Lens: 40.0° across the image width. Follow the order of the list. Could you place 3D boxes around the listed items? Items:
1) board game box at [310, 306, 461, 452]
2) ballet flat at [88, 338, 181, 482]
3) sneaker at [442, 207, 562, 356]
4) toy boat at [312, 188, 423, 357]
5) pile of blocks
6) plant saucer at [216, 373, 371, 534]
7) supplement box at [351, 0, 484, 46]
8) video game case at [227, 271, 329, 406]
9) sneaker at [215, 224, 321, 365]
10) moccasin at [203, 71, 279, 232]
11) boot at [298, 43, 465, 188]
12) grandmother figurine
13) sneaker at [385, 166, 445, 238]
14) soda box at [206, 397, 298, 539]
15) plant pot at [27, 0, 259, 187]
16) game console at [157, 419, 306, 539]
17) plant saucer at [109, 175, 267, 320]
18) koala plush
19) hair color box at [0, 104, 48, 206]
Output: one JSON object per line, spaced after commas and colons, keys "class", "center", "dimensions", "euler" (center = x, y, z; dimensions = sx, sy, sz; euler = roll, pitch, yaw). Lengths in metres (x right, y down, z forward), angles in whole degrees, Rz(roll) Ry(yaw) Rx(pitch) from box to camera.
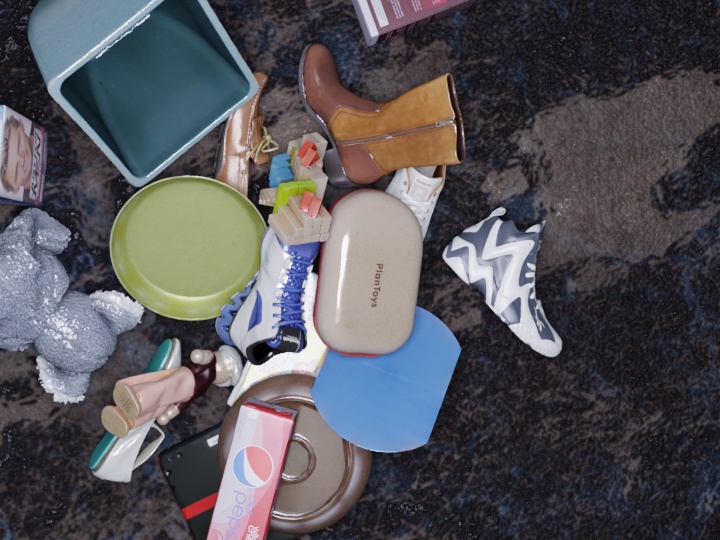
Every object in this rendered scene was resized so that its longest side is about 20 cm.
{"class": "board game box", "center": [0.031, 0.135, 1.239], "dimensions": [0.156, 0.039, 0.202], "euler": [19, 62, 10]}
{"class": "ballet flat", "center": [-0.267, 0.181, 1.251], "dimensions": [0.069, 0.069, 0.202], "euler": [32, 92, -4]}
{"class": "sneaker", "center": [0.214, 0.004, 1.270], "dimensions": [0.199, 0.079, 0.130], "euler": [45, 96, 7]}
{"class": "toy boat", "center": [0.000, 0.000, 1.226], "dimensions": [0.128, 0.130, 0.204], "euler": [6, 95, -21]}
{"class": "pile of blocks", "center": [-0.077, -0.114, 1.180], "dimensions": [0.081, 0.202, 0.063], "euler": [8, 128, -13]}
{"class": "plant saucer", "center": [-0.084, 0.232, 1.232], "dimensions": [0.196, 0.032, 0.204], "euler": [0, 92, 1]}
{"class": "supplement box", "center": [0.083, -0.378, 1.268], "dimensions": [0.197, 0.061, 0.111], "euler": [-21, 93, -3]}
{"class": "video game case", "center": [-0.049, 0.123, 1.281], "dimensions": [0.180, 0.023, 0.202], "euler": [27, 89, -4]}
{"class": "sneaker", "center": [-0.091, 0.037, 1.204], "dimensions": [0.080, 0.115, 0.201], "euler": [17, 111, -44]}
{"class": "moccasin", "center": [-0.144, -0.147, 1.246], "dimensions": [0.076, 0.074, 0.205], "euler": [13, 90, -7]}
{"class": "boot", "center": [0.024, -0.205, 1.203], "dimensions": [0.198, 0.068, 0.192], "euler": [-10, 92, 40]}
{"class": "grandmother figurine", "center": [-0.214, 0.135, 1.195], "dimensions": [0.121, 0.199, 0.061], "euler": [-45, 75, 34]}
{"class": "sneaker", "center": [0.061, -0.088, 1.258], "dimensions": [0.072, 0.085, 0.204], "euler": [15, 91, -6]}
{"class": "soda box", "center": [-0.133, 0.261, 1.187], "dimensions": [0.069, 0.063, 0.204], "euler": [14, 92, 1]}
{"class": "plant pot", "center": [-0.274, -0.266, 1.171], "dimensions": [0.195, 0.196, 0.200], "euler": [-38, 54, -3]}
{"class": "game console", "center": [-0.139, 0.273, 1.264], "dimensions": [0.197, 0.031, 0.179], "euler": [-25, 91, 2]}
{"class": "plant saucer", "center": [-0.210, -0.031, 1.229], "dimensions": [0.196, 0.031, 0.203], "euler": [-3, 120, -5]}
{"class": "koala plush", "center": [-0.379, 0.054, 1.193], "dimensions": [0.199, 0.184, 0.178], "euler": [41, 88, -15]}
{"class": "hair color box", "center": [-0.422, -0.132, 1.163], "dimensions": [0.059, 0.200, 0.102], "euler": [4, 90, -4]}
